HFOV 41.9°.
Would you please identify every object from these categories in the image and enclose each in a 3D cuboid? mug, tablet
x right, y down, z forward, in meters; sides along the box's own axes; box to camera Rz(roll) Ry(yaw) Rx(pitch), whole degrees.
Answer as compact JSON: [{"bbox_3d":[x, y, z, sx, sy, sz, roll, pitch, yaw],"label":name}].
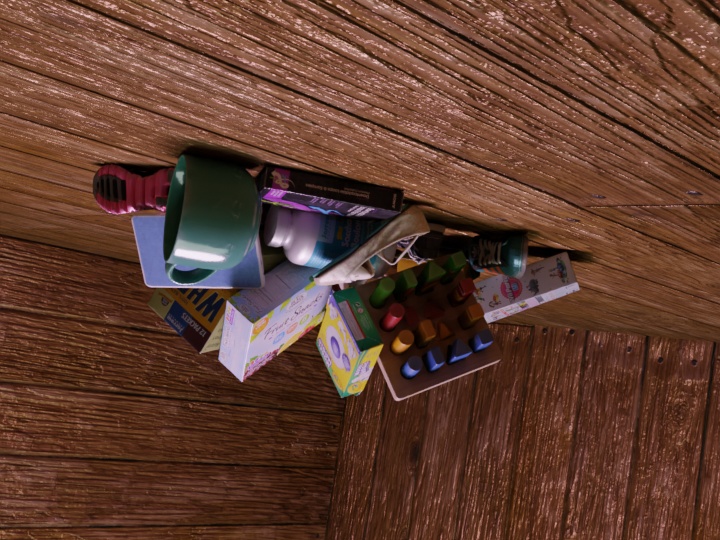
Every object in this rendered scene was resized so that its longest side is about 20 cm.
[{"bbox_3d":[-0.209,-0.072,1.323,0.114,0.153,0.185,8,159,-20],"label":"mug"},{"bbox_3d":[-0.251,-0.030,1.459,0.199,0.130,0.014,1,-152,11],"label":"tablet"}]

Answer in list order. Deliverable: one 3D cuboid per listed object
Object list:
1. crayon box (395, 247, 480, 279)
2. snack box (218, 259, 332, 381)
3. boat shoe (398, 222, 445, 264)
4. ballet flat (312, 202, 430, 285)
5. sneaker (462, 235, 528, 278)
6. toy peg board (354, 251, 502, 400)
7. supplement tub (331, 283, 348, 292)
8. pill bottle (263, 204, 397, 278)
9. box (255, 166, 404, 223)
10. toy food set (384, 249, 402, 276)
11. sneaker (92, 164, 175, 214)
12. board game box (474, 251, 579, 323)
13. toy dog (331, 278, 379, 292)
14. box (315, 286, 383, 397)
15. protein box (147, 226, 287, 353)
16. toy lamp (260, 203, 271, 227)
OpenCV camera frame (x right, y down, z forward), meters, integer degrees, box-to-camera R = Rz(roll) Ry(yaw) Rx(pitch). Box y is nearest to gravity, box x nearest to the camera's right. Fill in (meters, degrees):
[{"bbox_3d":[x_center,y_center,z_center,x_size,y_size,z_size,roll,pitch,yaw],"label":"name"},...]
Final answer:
[{"bbox_3d":[0.145,-0.007,1.762,0.127,0.051,0.200,7,-172,19],"label":"crayon box"},{"bbox_3d":[-0.138,0.068,1.566,0.068,0.200,0.169,39,141,18],"label":"snack box"},{"bbox_3d":[0.094,-0.045,1.634,0.072,0.063,0.200,8,175,-12],"label":"boat shoe"},{"bbox_3d":[0.018,-0.023,1.423,0.200,0.062,0.067,-37,180,13],"label":"ballet flat"},{"bbox_3d":[0.225,-0.025,1.592,0.080,0.072,0.200,5,176,-8],"label":"sneaker"},{"bbox_3d":[0.115,0.076,1.523,0.200,0.200,0.098,-19,164,-18],"label":"toy peg board"},{"bbox_3d":[-0.116,0.005,2.057,0.199,0.145,0.144,7,174,12],"label":"supplement tub"},{"bbox_3d":[-0.049,-0.056,1.501,0.199,0.111,0.111,10,174,-22],"label":"pill bottle"},{"bbox_3d":[-0.051,-0.107,1.373,0.199,0.036,0.143,8,175,-13],"label":"box"},{"bbox_3d":[0.077,0.006,1.870,0.200,0.049,0.198,22,-163,-27],"label":"toy food set"},{"bbox_3d":[-0.332,-0.126,1.491,0.199,0.079,0.095,7,-174,25],"label":"sneaker"},{"bbox_3d":[0.294,0.035,1.721,0.200,0.064,0.148,-21,168,11],"label":"board game box"},{"bbox_3d":[0.000,0.000,1.647,0.131,0.201,0.096,-7,167,-8],"label":"toy dog"},{"bbox_3d":[-0.024,0.127,1.568,0.048,0.118,0.200,-18,153,-20],"label":"box"},{"bbox_3d":[-0.214,0.011,1.600,0.135,0.200,0.198,39,-161,19],"label":"protein box"},{"bbox_3d":[-0.194,-0.109,1.472,0.058,0.058,0.200,6,175,24],"label":"toy lamp"}]
